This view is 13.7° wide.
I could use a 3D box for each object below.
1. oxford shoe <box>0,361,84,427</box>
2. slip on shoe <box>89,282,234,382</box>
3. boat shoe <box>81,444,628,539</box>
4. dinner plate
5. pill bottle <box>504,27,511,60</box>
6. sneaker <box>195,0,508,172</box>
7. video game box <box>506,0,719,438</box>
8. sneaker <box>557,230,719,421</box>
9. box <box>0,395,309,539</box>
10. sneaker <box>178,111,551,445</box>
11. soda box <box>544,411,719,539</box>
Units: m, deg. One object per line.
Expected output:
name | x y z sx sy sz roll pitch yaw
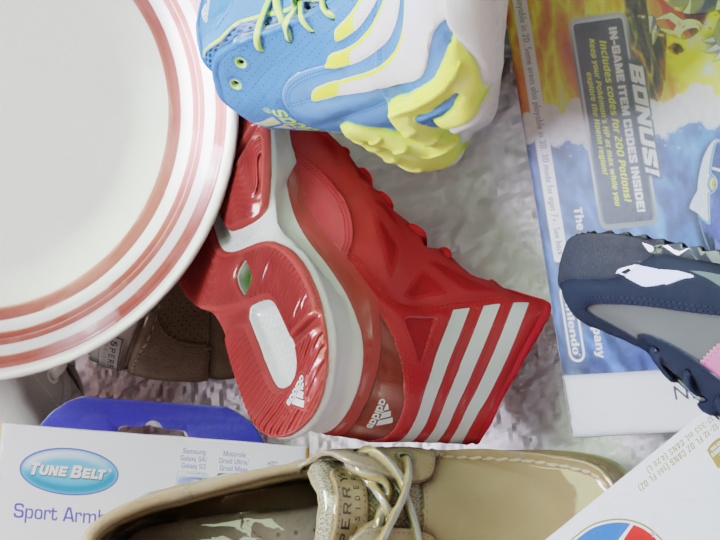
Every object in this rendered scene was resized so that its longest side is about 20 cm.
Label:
oxford shoe | -0.147 0.034 1.183 0.057 0.075 0.201 -27 94 6
slip on shoe | -0.058 -0.049 1.213 0.060 0.076 0.201 13 63 0
boat shoe | 0.001 0.096 1.054 0.199 0.065 0.073 -7 64 7
dinner plate | -0.144 -0.059 1.115 0.199 0.024 0.202 0 86 4
pill bottle | 0.065 -0.145 1.126 0.199 0.114 0.115 -21 57 28
sneaker | -0.005 -0.079 1.021 0.104 0.200 0.076 6 73 -2
video game box | 0.141 -0.047 1.006 0.181 0.047 0.201 -6 97 33
sneaker | 0.140 0.048 0.944 0.199 0.070 0.082 21 84 30
box | -0.081 0.137 1.107 0.118 0.042 0.201 4 67 -6
sneaker | 0.000 0.000 1.123 0.079 0.115 0.201 -56 33 33
soda box | 0.075 0.138 1.016 0.200 0.064 0.068 -41 51 15
